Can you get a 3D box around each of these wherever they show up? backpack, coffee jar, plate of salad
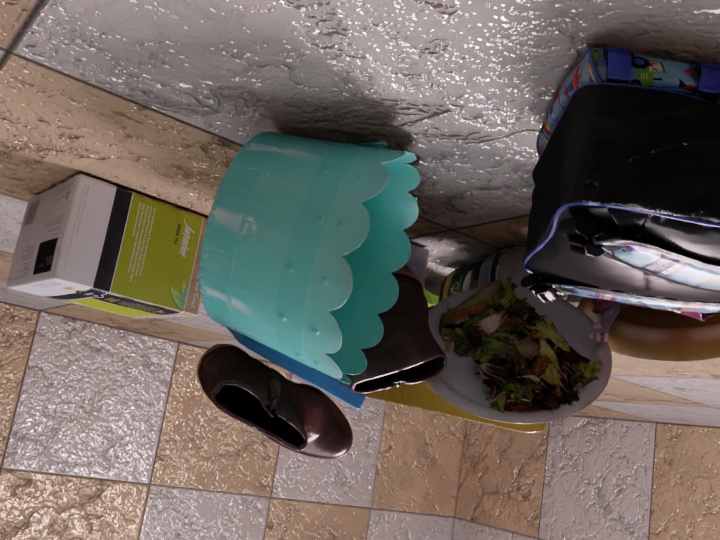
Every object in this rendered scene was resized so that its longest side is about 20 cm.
[{"bbox_3d":[0.218,-0.046,0.499,0.197,0.137,0.183,9,167,5],"label":"backpack"},{"bbox_3d":[0.175,0.030,0.975,0.103,0.087,0.200,11,168,-13],"label":"coffee jar"},{"bbox_3d":[0.151,0.070,0.759,0.197,0.201,0.049,7,127,11],"label":"plate of salad"}]

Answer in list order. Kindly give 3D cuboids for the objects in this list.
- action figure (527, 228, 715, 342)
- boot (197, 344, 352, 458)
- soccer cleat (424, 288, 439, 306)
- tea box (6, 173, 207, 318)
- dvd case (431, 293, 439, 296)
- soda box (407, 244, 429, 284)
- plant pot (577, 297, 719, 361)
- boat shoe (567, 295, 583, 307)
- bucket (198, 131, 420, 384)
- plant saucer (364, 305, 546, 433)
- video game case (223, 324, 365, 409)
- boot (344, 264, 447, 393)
[{"bbox_3d":[0.261,-0.019,0.749,0.199,0.148,0.135,16,138,58],"label":"action figure"},{"bbox_3d":[-0.074,0.149,0.744,0.199,0.073,0.166,37,177,-17],"label":"boot"},{"bbox_3d":[0.067,0.047,1.089,0.081,0.068,0.199,-36,128,29],"label":"soccer cleat"},{"bbox_3d":[-0.331,-0.020,1.012,0.195,0.136,0.199,20,164,-38],"label":"tea box"},{"bbox_3d":[0.067,0.062,1.215,0.197,0.018,0.143,16,155,3],"label":"dvd case"},{"bbox_3d":[-0.014,-0.018,0.953,0.198,0.064,0.068,17,166,-28],"label":"soda box"},{"bbox_3d":[0.331,0.038,0.816,0.197,0.028,0.200,-9,-160,3],"label":"plant pot"},{"bbox_3d":[0.276,0.058,0.988,0.070,0.065,0.200,-11,179,-1],"label":"boat shoe"},{"bbox_3d":[-0.040,-0.019,0.667,0.133,0.210,0.207,17,170,14],"label":"bucket"},{"bbox_3d":[0.123,0.094,0.848,0.197,0.049,0.200,10,-159,21],"label":"plant saucer"},{"bbox_3d":[-0.085,0.085,0.816,0.142,0.018,0.200,32,176,-20],"label":"video game case"},{"bbox_3d":[-0.025,0.052,0.763,0.197,0.167,0.073,-10,130,-6],"label":"boot"}]
